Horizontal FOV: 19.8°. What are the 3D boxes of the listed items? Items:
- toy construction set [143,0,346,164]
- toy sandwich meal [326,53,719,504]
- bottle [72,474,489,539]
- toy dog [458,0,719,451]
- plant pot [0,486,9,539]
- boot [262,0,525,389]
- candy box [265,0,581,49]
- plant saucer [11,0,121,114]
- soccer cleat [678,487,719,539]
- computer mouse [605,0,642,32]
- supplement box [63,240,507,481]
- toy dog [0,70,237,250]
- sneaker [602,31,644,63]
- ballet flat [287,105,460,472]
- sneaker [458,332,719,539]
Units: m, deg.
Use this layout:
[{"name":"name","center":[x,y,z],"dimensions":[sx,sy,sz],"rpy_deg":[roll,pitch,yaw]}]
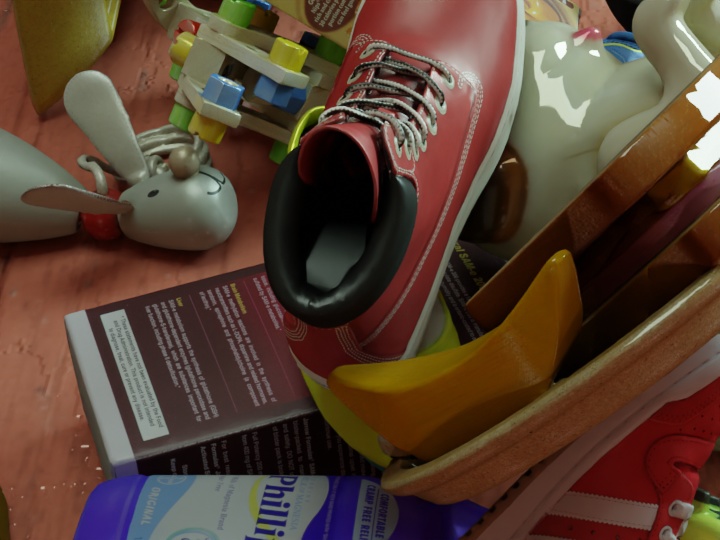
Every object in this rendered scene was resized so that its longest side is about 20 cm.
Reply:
[{"name":"toy construction set","center":[-0.079,-0.126,1.106],"dimensions":[0.131,0.092,0.200],"rpy_deg":[11,32,-46]},{"name":"toy sandwich meal","center":[0.075,0.004,0.730],"dimensions":[0.205,0.070,0.205],"rpy_deg":[-36,2,1]},{"name":"bottle","center":[-0.012,0.120,0.807],"dimensions":[0.198,0.066,0.084],"rpy_deg":[0,35,9]},{"name":"toy dog","center":[0.130,-0.036,0.879],"dimensions":[0.199,0.195,0.140],"rpy_deg":[21,34,12]},{"name":"plant pot","center":[-0.242,0.101,0.775],"dimensions":[0.198,0.177,0.200],"rpy_deg":[-11,36,-6]},{"name":"boot","center":[0.015,-0.064,0.766],"dimensions":[0.072,0.144,0.201],"rpy_deg":[13,75,9]},{"name":"candy box","center":[0.019,-0.152,1.090],"dimensions":[0.199,0.055,0.116],"rpy_deg":[31,26,-8]},{"name":"plant saucer","center":[-0.169,-0.225,1.194],"dimensions":[0.048,0.201,0.201],"rpy_deg":[-3,36,3]},{"name":"soccer cleat","center":[0.146,0.135,0.761],"dimensions":[0.064,0.084,0.200],"rpy_deg":[20,3,-44]},{"name":"computer mouse","center":[0.224,-0.151,1.165],"dimensions":[0.199,0.053,0.139],"rpy_deg":[-8,36,-21]},{"name":"supplement box","center":[-0.021,0.047,0.914],"dimensions":[0.199,0.061,0.109],"rpy_deg":[-15,38,-10]},{"name":"toy dog","center":[-0.168,-0.060,1.055],"dimensions":[0.198,0.097,0.132],"rpy_deg":[-10,36,-5]},{"name":"sneaker","center":[0.167,-0.082,0.973],"dimensions":[0.104,0.200,0.076],"rpy_deg":[7,75,-20]},{"name":"ballet flat","center":[0.000,0.000,0.867],"dimensions":[0.066,0.067,0.201],"rpy_deg":[-10,40,-6]},{"name":"sneaker","center":[0.093,0.118,0.727],"dimensions":[0.200,0.071,0.112],"rpy_deg":[-45,76,2]}]
